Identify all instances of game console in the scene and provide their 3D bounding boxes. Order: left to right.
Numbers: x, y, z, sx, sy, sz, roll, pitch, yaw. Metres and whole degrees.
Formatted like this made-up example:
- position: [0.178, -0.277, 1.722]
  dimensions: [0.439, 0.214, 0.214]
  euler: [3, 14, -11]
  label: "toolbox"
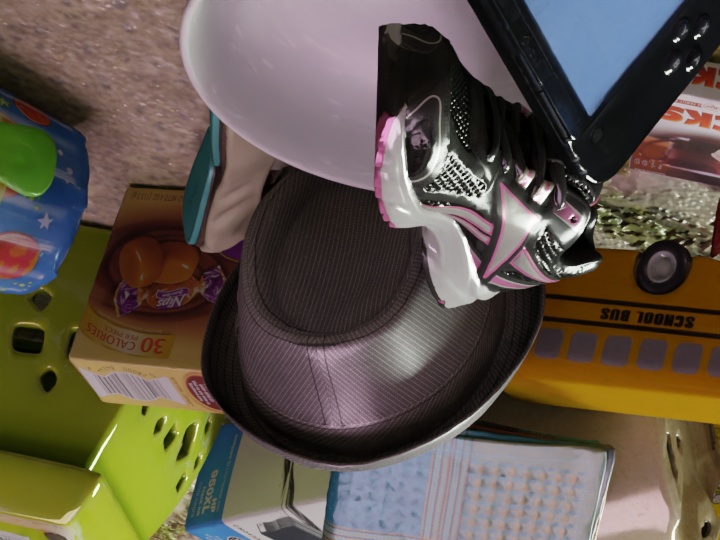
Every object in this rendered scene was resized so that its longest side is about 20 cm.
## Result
- position: [0.141, -0.130, 0.807]
  dimensions: [0.116, 0.176, 0.200]
  euler: [31, 167, 39]
  label: "game console"

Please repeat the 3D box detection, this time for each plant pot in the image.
- position: [-0.205, 0.092, 1.336]
  dimensions: [0.198, 0.183, 0.200]
  euler: [11, 153, 12]
  label: "plant pot"
- position: [0.104, 0.110, 1.218]
  dimensions: [0.182, 0.202, 0.201]
  euler: [-10, 145, 22]
  label: "plant pot"

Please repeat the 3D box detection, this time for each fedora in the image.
- position: [0.000, 0.000, 1.055]
  dimensions: [0.175, 0.201, 0.091]
  euler: [7, 139, 21]
  label: "fedora"

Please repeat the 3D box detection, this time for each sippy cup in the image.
- position: [-0.221, -0.049, 1.148]
  dimensions: [0.129, 0.178, 0.140]
  euler: [19, 111, -29]
  label: "sippy cup"

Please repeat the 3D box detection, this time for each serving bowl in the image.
- position: [0.022, -0.112, 0.944]
  dimensions: [0.198, 0.066, 0.201]
  euler: [7, 152, 4]
  label: "serving bowl"

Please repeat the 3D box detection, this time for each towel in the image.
- position: [0.048, 0.166, 1.149]
  dimensions: [0.145, 0.022, 0.202]
  euler: [9, 117, 1]
  label: "towel"

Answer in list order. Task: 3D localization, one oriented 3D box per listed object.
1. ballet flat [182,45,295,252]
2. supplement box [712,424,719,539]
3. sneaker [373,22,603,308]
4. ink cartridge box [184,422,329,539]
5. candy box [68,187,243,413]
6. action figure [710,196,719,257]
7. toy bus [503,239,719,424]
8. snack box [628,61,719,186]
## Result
- position: [-0.052, -0.068, 1.089]
  dimensions: [0.069, 0.070, 0.200]
  euler: [17, 157, -3]
  label: "ballet flat"
- position: [0.278, 0.185, 1.327]
  dimensions: [0.109, 0.110, 0.200]
  euler: [-4, 148, 34]
  label: "supplement box"
- position: [0.060, -0.048, 0.915]
  dimensions: [0.085, 0.081, 0.200]
  euler: [-5, 160, 13]
  label: "sneaker"
- position: [-0.001, 0.157, 1.452]
  dimensions: [0.144, 0.085, 0.199]
  euler: [32, 148, -30]
  label: "ink cartridge box"
- position: [-0.051, 0.020, 1.185]
  dimensions: [0.198, 0.118, 0.057]
  euler: [4, 150, 24]
  label: "candy box"
- position: [0.274, -0.003, 1.046]
  dimensions: [0.198, 0.052, 0.066]
  euler: [12, 148, 3]
  label: "action figure"
- position: [0.130, 0.030, 1.102]
  dimensions: [0.198, 0.079, 0.065]
  euler: [4, 161, 36]
  label: "toy bus"
- position: [0.227, -0.056, 0.992]
  dimensions: [0.198, 0.025, 0.072]
  euler: [12, 151, 8]
  label: "snack box"
